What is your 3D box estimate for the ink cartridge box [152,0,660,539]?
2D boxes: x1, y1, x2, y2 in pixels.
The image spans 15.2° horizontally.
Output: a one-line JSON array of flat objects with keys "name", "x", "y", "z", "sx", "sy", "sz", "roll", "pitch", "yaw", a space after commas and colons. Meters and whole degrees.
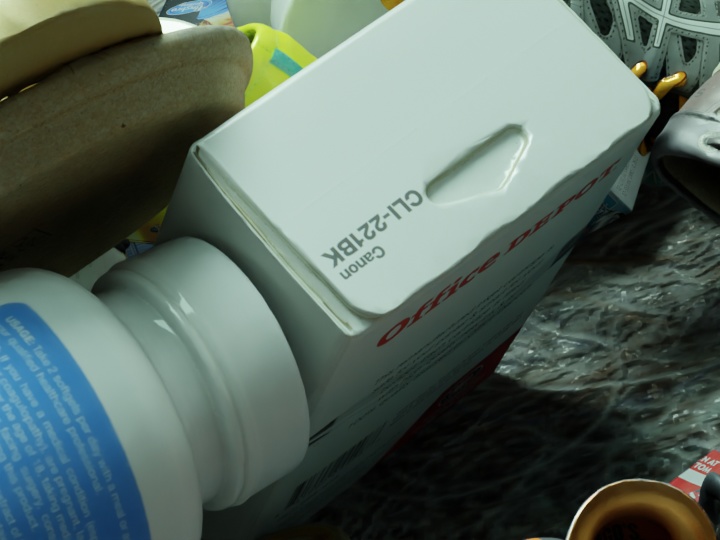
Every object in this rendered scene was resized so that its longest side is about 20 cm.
[{"name": "ink cartridge box", "x": 0.000, "y": 0.000, "z": 0.918, "sx": 0.144, "sy": 0.084, "sz": 0.200, "roll": -36, "pitch": -13, "yaw": -29}]

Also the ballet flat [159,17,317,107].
[{"name": "ballet flat", "x": -0.099, "y": -0.063, "z": 0.988, "sx": 0.199, "sy": 0.067, "sz": 0.067, "roll": -2, "pitch": 58, "yaw": 31}]

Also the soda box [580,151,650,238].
[{"name": "soda box", "x": 0.092, "y": -0.098, "z": 1.127, "sx": 0.063, "sy": 0.068, "sz": 0.201, "roll": -29, "pitch": 28, "yaw": 41}]

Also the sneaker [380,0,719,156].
[{"name": "sneaker", "x": 0.091, "y": -0.076, "z": 0.946, "sx": 0.200, "sy": 0.078, "sz": 0.077, "roll": 34, "pitch": 54, "yaw": 13}]

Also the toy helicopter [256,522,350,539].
[{"name": "toy helicopter", "x": -0.077, "y": 0.137, "z": 0.867, "sx": 0.132, "sy": 0.079, "sz": 0.200, "roll": -4, "pitch": 22, "yaw": 44}]

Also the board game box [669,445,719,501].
[{"name": "board game box", "x": 0.092, "y": 0.128, "z": 0.755, "sx": 0.199, "sy": 0.062, "sz": 0.200, "roll": -18, "pitch": 25, "yaw": 6}]

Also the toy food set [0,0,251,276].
[{"name": "toy food set", "x": -0.123, "y": -0.025, "z": 0.856, "sx": 0.198, "sy": 0.049, "sz": 0.200, "roll": -35, "pitch": -8, "yaw": 19}]

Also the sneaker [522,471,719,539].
[{"name": "sneaker", "x": 0.069, "y": 0.088, "z": 0.651, "sx": 0.077, "sy": 0.112, "sz": 0.200, "roll": -27, "pitch": 27, "yaw": -13}]

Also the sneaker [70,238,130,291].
[{"name": "sneaker", "x": -0.113, "y": 0.002, "z": 1.070, "sx": 0.080, "sy": 0.074, "sz": 0.201, "roll": 0, "pitch": 74, "yaw": 17}]

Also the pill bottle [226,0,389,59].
[{"name": "pill bottle", "x": 0.001, "y": -0.132, "z": 1.093, "sx": 0.119, "sy": 0.120, "sz": 0.200, "roll": -19, "pitch": 29, "yaw": 3}]

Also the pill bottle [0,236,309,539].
[{"name": "pill bottle", "x": -0.116, "y": 0.067, "z": 0.796, "sx": 0.199, "sy": 0.113, "sz": 0.112, "roll": -27, "pitch": 26, "yaw": -27}]

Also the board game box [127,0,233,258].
[{"name": "board game box", "x": -0.033, "y": -0.058, "z": 1.189, "sx": 0.199, "sy": 0.062, "sz": 0.200, "roll": -2, "pitch": 34, "yaw": 29}]

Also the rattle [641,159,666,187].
[{"name": "rattle", "x": 0.184, "y": -0.120, "z": 1.086, "sx": 0.199, "sy": 0.143, "sz": 0.131, "roll": -1, "pitch": 50, "yaw": 23}]

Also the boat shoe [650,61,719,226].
[{"name": "boat shoe", "x": 0.175, "y": 0.004, "z": 0.847, "sx": 0.065, "sy": 0.072, "sz": 0.200, "roll": -42, "pitch": 66, "yaw": -13}]
